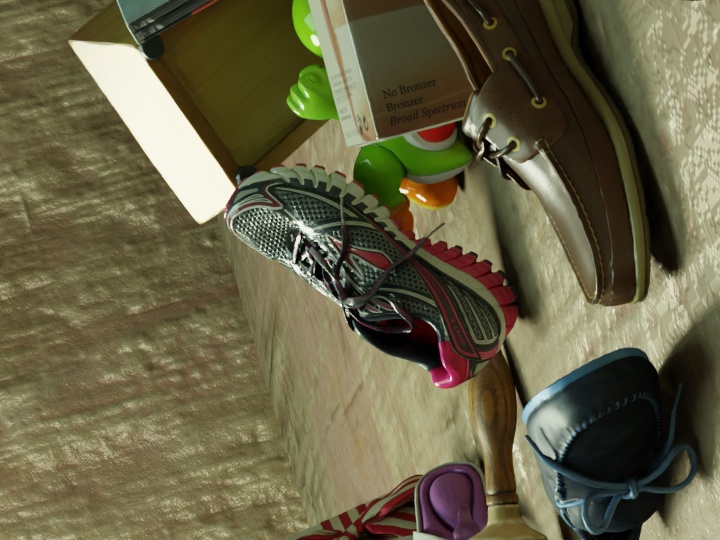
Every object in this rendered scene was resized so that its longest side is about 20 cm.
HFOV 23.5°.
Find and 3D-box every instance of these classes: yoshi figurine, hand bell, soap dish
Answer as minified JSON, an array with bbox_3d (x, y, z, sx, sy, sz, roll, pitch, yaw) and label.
[{"bbox_3d":[0.006,-0.120,1.108,0.112,0.112,0.200,-105,9,-48],"label":"yoshi figurine"},{"bbox_3d":[0.093,0.145,1.148,0.104,0.104,0.200,113,154,-76],"label":"hand bell"},{"bbox_3d":[-0.072,-0.151,1.158,0.081,0.200,0.157,14,143,57],"label":"soap dish"}]

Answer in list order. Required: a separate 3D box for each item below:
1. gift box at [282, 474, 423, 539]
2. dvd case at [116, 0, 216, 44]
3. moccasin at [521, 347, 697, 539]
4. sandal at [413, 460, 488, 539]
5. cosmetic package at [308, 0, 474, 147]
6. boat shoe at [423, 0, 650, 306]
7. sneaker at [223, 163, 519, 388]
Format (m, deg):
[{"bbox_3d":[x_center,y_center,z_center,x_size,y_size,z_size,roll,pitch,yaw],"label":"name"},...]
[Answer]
[{"bbox_3d":[0.035,0.276,1.383,0.187,0.184,0.200,67,169,-12],"label":"gift box"},{"bbox_3d":[-0.074,-0.234,1.111,0.022,0.200,0.146,60,-177,-41],"label":"dvd case"},{"bbox_3d":[0.128,0.094,0.853,0.200,0.080,0.068,59,-174,-68],"label":"moccasin"},{"bbox_3d":[0.073,0.193,1.265,0.050,0.082,0.203,65,177,-26],"label":"sandal"},{"bbox_3d":[0.021,-0.175,0.927,0.087,0.103,0.200,-175,68,-79],"label":"cosmetic package"},{"bbox_3d":[0.082,-0.070,0.829,0.072,0.067,0.200,98,155,-69],"label":"boat shoe"},{"bbox_3d":[0.000,0.000,1.093,0.200,0.075,0.081,27,141,14],"label":"sneaker"}]
